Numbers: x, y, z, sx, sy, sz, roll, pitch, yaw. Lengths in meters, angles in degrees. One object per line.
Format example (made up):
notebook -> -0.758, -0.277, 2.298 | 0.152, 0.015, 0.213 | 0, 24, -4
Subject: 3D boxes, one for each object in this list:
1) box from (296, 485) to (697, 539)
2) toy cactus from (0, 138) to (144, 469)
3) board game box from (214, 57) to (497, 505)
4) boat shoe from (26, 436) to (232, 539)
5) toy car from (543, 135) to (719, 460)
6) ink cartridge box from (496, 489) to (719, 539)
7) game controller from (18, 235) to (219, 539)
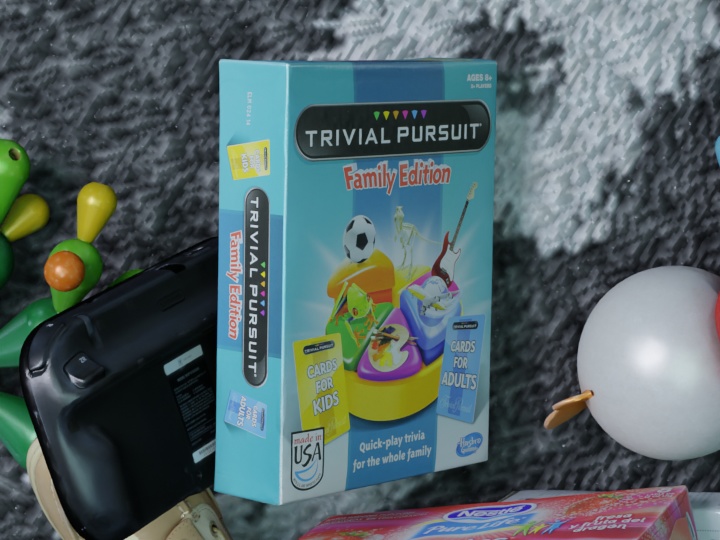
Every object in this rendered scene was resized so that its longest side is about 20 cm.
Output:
box -> 0.061, 0.171, 1.084 | 0.199, 0.095, 0.103 | -9, 98, 26
toy cactus -> -0.171, 0.044, 1.104 | 0.165, 0.102, 0.200 | -19, 108, 9
board game box -> 0.000, 0.000, 1.078 | 0.151, 0.047, 0.201 | -7, 101, -48
boat shoe -> -0.088, 0.144, 1.085 | 0.071, 0.065, 0.200 | -34, 126, 2
toy car -> 0.182, 0.035, 1.107 | 0.200, 0.177, 0.185 | -21, 84, 28
ink cartridge box -> 0.169, 0.209, 1.118 | 0.199, 0.041, 0.200 | -2, 97, 25
game controller -> -0.088, 0.052, 1.059 | 0.042, 0.200, 0.105 | -3, 104, 29
